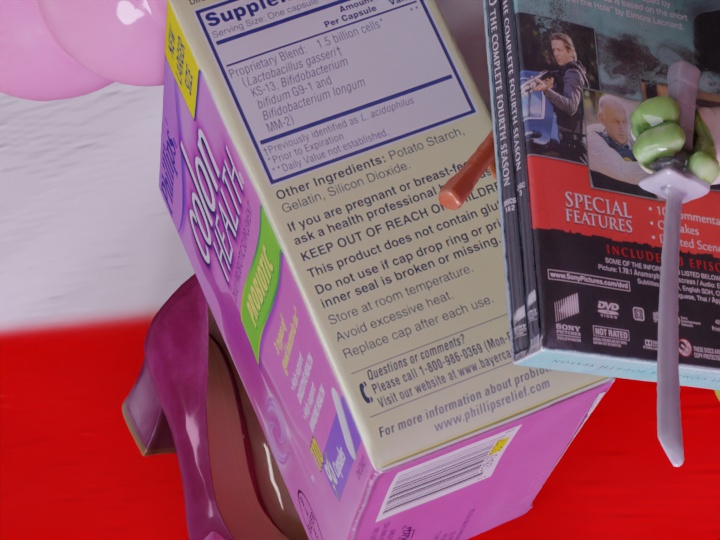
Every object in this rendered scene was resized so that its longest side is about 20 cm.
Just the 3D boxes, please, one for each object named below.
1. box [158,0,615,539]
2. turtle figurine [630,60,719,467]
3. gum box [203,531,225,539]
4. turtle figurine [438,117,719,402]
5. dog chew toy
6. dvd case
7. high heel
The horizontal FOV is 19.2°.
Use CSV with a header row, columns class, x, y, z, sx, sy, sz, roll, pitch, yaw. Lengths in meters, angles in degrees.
class,x,y,z,sx,sy,sz,roll,pitch,yaw
box,0.000,0.000,0.842,0.176,0.096,0.201,107,142,-68
turtle figurine,0.143,-0.083,0.631,0.195,0.199,0.144,58,141,5
gum box,-0.027,0.225,0.930,0.200,0.066,0.114,39,129,6
turtle figurine,0.101,-0.009,0.739,0.161,0.200,0.064,44,119,5
dog chew toy,-0.100,-0.132,0.907,0.199,0.124,0.126,8,102,38
dvd case,0.106,-0.059,0.698,0.022,0.145,0.202,-32,56,55
high heel,-0.042,0.091,0.986,0.200,0.067,0.096,56,130,36
